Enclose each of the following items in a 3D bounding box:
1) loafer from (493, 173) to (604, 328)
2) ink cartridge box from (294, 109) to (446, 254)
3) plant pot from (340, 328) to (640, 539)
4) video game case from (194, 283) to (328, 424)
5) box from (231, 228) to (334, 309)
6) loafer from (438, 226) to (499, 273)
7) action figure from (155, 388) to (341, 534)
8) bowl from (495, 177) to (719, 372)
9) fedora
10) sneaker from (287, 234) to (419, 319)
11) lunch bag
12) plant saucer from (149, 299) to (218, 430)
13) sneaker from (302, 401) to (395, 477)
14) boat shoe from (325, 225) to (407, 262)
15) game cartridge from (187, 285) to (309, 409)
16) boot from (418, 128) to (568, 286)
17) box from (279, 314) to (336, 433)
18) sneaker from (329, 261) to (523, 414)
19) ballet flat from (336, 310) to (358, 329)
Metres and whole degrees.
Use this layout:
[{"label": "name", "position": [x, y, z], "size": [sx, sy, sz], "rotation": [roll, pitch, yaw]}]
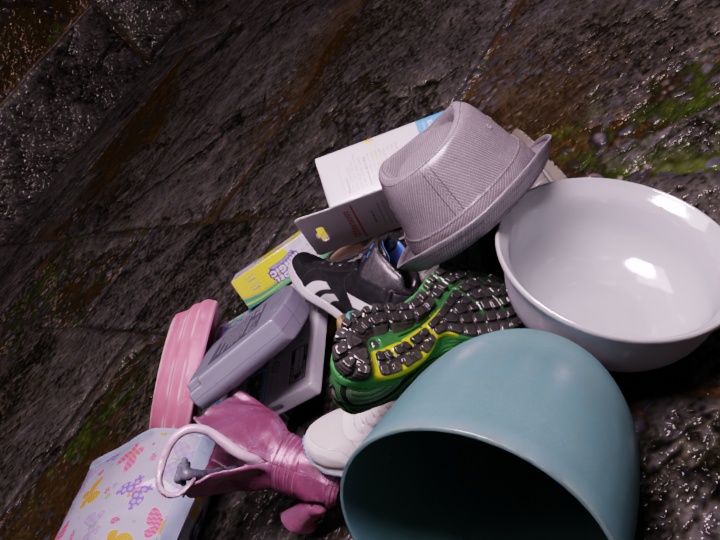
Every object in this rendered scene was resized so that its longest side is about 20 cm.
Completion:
[{"label": "loafer", "position": [0.173, -0.009, 0.843], "size": [0.201, 0.071, 0.063], "rotation": [-59, -2, -16]}, {"label": "ink cartridge box", "position": [0.022, -0.096, 1.023], "size": [0.198, 0.115, 0.068], "rotation": [-20, 67, 5]}, {"label": "plant pot", "position": [0.108, 0.137, 0.645], "size": [0.199, 0.201, 0.161], "rotation": [-18, 23, 39]}, {"label": "video game case", "position": [-0.114, 0.103, 1.059], "size": [0.181, 0.024, 0.201], "rotation": [-30, 32, 24]}, {"label": "box", "position": [-0.074, -0.029, 1.179], "size": [0.199, 0.049, 0.117], "rotation": [-36, 7, -1]}, {"label": "loafer", "position": [0.102, 0.023, 0.888], "size": [0.063, 0.072, 0.202], "rotation": [-8, 64, 41]}, {"label": "action figure", "position": [-0.068, 0.176, 0.848], "size": [0.198, 0.149, 0.135], "rotation": [13, 81, 17]}, {"label": "bowl", "position": [0.204, 0.017, 0.739], "size": [0.199, 0.091, 0.202], "rotation": [1, 41, -1]}, {"label": "fedora", "position": [0.079, -0.087, 0.794], "size": [0.176, 0.090, 0.200], "rotation": [-37, 10, 25]}, {"label": "sneaker", "position": [0.000, 0.000, 0.989], "size": [0.200, 0.073, 0.113], "rotation": [39, 116, 42]}, {"label": "lunch bag", "position": [-0.238, 0.278, 0.972], "size": [0.199, 0.127, 0.170], "rotation": [-34, 27, 37]}, {"label": "plant saucer", "position": [-0.215, 0.132, 1.089], "size": [0.201, 0.050, 0.203], "rotation": [-168, 90, -84]}, {"label": "sneaker", "position": [0.040, 0.123, 0.797], "size": [0.198, 0.081, 0.077], "rotation": [-16, 37, 6]}, {"label": "boat shoe", "position": [0.046, -0.050, 1.097], "size": [0.199, 0.060, 0.074], "rotation": [-35, 27, 15]}, {"label": "game cartridge", "position": [-0.115, 0.074, 0.968], "size": [0.133, 0.042, 0.200], "rotation": [-35, 8, 4]}, {"label": "boot", "position": [0.138, -0.048, 0.982], "size": [0.200, 0.072, 0.182], "rotation": [-44, 29, 14]}, {"label": "box", "position": [-0.107, 0.123, 1.089], "size": [0.136, 0.040, 0.201], "rotation": [-14, 41, 41]}, {"label": "sneaker", "position": [0.054, 0.055, 0.745], "size": [0.199, 0.086, 0.078], "rotation": [-18, 58, -29]}, {"label": "ballet flat", "position": [0.024, 0.086, 0.848], "size": [0.063, 0.200, 0.069], "rotation": [-51, 61, 11]}]
